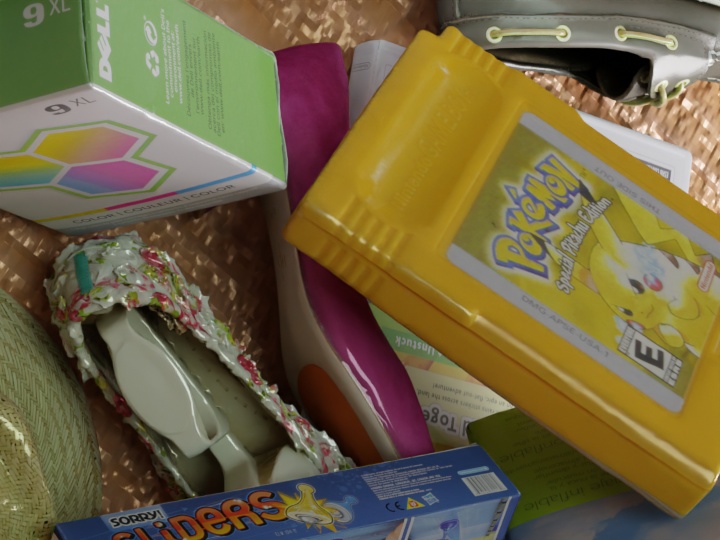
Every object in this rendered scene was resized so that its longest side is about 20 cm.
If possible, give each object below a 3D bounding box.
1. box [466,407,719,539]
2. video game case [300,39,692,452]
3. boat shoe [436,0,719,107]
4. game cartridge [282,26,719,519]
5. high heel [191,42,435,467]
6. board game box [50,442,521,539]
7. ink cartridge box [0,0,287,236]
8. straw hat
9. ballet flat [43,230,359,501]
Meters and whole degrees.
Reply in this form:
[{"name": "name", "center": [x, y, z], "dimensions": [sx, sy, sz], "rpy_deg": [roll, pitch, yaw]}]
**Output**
[{"name": "box", "center": [0.120, 0.110, 1.077], "dimensions": [0.122, 0.200, 0.048], "rpy_deg": [-17, 117, 1]}, {"name": "video game case", "center": [0.067, 0.008, 1.201], "dimensions": [0.200, 0.023, 0.183], "rpy_deg": [16, 76, -36]}, {"name": "boat shoe", "center": [0.121, -0.109, 1.221], "dimensions": [0.201, 0.072, 0.060], "rpy_deg": [12, 78, -31]}, {"name": "game cartridge", "center": [0.081, -0.008, 1.094], "dimensions": [0.200, 0.032, 0.176], "rpy_deg": [36, 36, -4]}, {"name": "high heel", "center": [0.000, 0.000, 1.109], "dimensions": [0.096, 0.067, 0.200], "rpy_deg": [-31, 82, -25]}, {"name": "board game box", "center": [-0.041, 0.145, 1.043], "dimensions": [0.200, 0.034, 0.136], "rpy_deg": [-7, 131, -34]}, {"name": "ink cartridge box", "center": [-0.119, -0.070, 0.964], "dimensions": [0.200, 0.104, 0.059], "rpy_deg": [26, 55, -61]}, {"name": "straw hat", "center": [-0.162, 0.079, 0.981], "dimensions": [0.201, 0.085, 0.202], "rpy_deg": [4, 83, -37]}, {"name": "ballet flat", "center": [-0.060, 0.071, 1.065], "dimensions": [0.076, 0.064, 0.200], "rpy_deg": [-39, 108, 11]}]
